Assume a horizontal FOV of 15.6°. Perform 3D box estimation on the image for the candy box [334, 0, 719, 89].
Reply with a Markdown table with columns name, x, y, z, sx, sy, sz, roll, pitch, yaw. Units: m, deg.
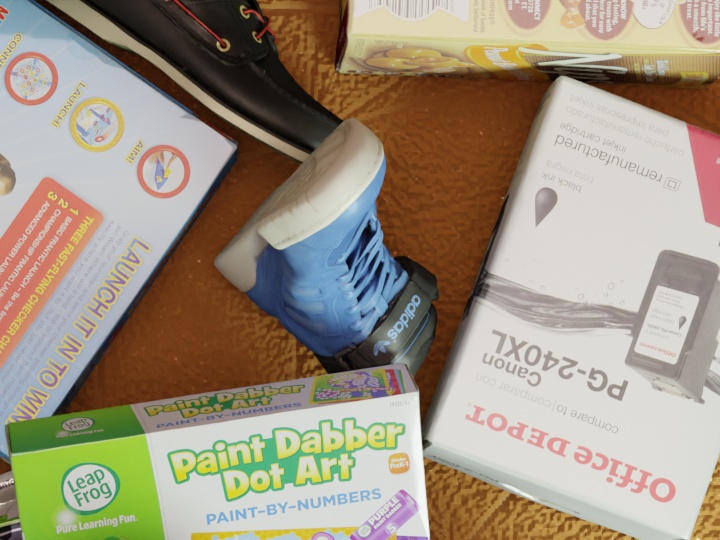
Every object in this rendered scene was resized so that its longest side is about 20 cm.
| name | x | y | z | sx | sy | sz | roll | pitch | yaw |
| --- | --- | --- | --- | --- | --- | --- | --- | --- | --- |
| candy box | 0.089 | -0.130 | 1.333 | 0.199 | 0.115 | 0.056 | 3 | 86 | -2 |

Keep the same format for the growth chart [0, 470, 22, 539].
| name | x | y | z | sx | sy | sz | roll | pitch | yaw |
| --- | --- | --- | --- | --- | --- | --- | --- | --- | --- |
| growth chart | -0.160 | 0.190 | 1.322 | 0.144 | 0.018 | 0.201 | -26 | 103 | -2 |

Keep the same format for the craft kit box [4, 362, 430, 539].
| name | x | y | z | sx | sy | sz | roll | pitch | yaw |
| --- | --- | --- | --- | --- | --- | --- | --- | --- | --- |
| craft kit box | -0.062 | 0.156 | 1.285 | 0.199 | 0.049 | 0.199 | -9 | 108 | -7 |

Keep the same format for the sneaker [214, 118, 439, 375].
| name | x | y | z | sx | sy | sz | roll | pitch | yaw |
| --- | --- | --- | --- | --- | --- | --- | --- | --- | --- |
| sneaker | 0.001 | -0.001 | 1.279 | 0.111 | 0.200 | 0.077 | 41 | 69 | -4 |

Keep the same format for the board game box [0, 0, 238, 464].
| name | x | y | z | sx | sy | sz | roll | pitch | yaw |
| --- | --- | --- | --- | --- | --- | --- | --- | --- | --- |
| board game box | -0.196 | -0.036 | 1.341 | 0.195 | 0.056 | 0.200 | 35 | 84 | 0 |

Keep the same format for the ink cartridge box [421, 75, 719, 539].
| name | x | y | z | sx | sy | sz | roll | pitch | yaw |
| --- | --- | --- | --- | --- | --- | --- | --- | --- | --- |
| ink cartridge box | 0.129 | 0.024 | 1.338 | 0.144 | 0.083 | 0.201 | 20 | 84 | -1 |

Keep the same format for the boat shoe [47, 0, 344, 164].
| name | x | y | z | sx | sy | sz | roll | pitch | yaw |
| --- | --- | --- | --- | --- | --- | --- | --- | --- | --- |
| boat shoe | -0.076 | -0.116 | 1.345 | 0.201 | 0.074 | 0.063 | 35 | 92 | 5 |
